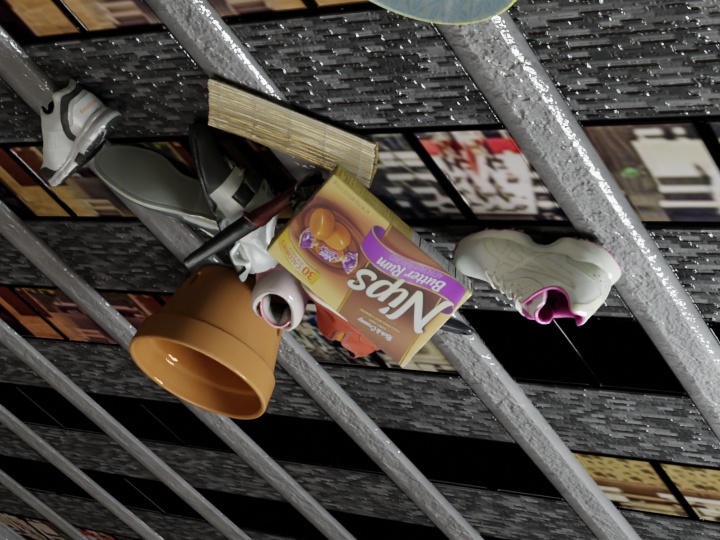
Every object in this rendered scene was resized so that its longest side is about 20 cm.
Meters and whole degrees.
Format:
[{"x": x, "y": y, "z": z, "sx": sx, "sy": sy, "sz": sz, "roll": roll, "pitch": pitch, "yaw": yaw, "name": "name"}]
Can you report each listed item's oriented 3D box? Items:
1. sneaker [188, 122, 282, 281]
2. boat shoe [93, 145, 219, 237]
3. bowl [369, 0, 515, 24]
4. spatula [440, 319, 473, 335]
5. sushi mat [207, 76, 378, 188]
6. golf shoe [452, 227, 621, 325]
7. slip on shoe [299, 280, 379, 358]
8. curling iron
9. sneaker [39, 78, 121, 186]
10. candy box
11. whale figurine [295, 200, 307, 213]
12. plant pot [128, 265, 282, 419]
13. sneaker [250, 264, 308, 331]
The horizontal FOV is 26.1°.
[{"x": -0.135, "y": -0.091, "z": 1.793, "sx": 0.088, "sy": 0.074, "sz": 0.200, "roll": -22, "pitch": 118, "yaw": 1, "name": "sneaker"}, {"x": -0.229, "y": -0.087, "z": 1.871, "sx": 0.200, "sy": 0.073, "sz": 0.062, "roll": 21, "pitch": 150, "yaw": -1, "name": "boat shoe"}, {"x": 0.053, "y": -0.295, "z": 1.193, "sx": 0.200, "sy": 0.108, "sz": 0.200, "roll": 20, "pitch": 153, "yaw": 11, "name": "bowl"}, {"x": 0.046, "y": 0.042, "z": 1.917, "sx": 0.200, "sy": 0.021, "sz": 0.057, "roll": 23, "pitch": 160, "yaw": 3, "name": "spatula"}, {"x": -0.075, "y": -0.148, "z": 1.686, "sx": 0.200, "sy": 0.012, "sz": 0.096, "roll": 22, "pitch": 153, "yaw": 8, "name": "sushi mat"}, {"x": 0.176, "y": 0.008, "z": 1.663, "sx": 0.200, "sy": 0.092, "sz": 0.075, "roll": 6, "pitch": 149, "yaw": 38, "name": "golf shoe"}, {"x": -0.027, "y": 0.056, "z": 1.874, "sx": 0.074, "sy": 0.061, "sz": 0.200, "roll": 61, "pitch": -172, "yaw": 31, "name": "slip on shoe"}, {"x": -0.120, "y": -0.059, "z": 1.746, "sx": 0.200, "sy": 0.050, "sz": 0.026, "roll": -29, "pitch": 90, "yaw": 20, "name": "curling iron"}, {"x": -0.347, "y": -0.166, "z": 1.853, "sx": 0.080, "sy": 0.074, "sz": 0.200, "roll": 44, "pitch": 147, "yaw": -5, "name": "sneaker"}, {"x": 0.011, "y": -0.004, "z": 1.690, "sx": 0.200, "sy": 0.117, "sz": 0.056, "roll": 42, "pitch": -166, "yaw": -6, "name": "candy box"}, {"x": 0.000, "y": 0.000, "z": 1.786, "sx": 0.200, "sy": 0.104, "sz": 0.159, "roll": 30, "pitch": 159, "yaw": 3, "name": "whale figurine"}, {"x": -0.191, "y": 0.088, "z": 2.080, "sx": 0.200, "sy": 0.140, "sz": 0.200, "roll": 20, "pitch": 153, "yaw": 11, "name": "plant pot"}, {"x": -0.104, "y": 0.034, "z": 1.946, "sx": 0.075, "sy": 0.105, "sz": 0.200, "roll": 25, "pitch": 155, "yaw": -4, "name": "sneaker"}]
